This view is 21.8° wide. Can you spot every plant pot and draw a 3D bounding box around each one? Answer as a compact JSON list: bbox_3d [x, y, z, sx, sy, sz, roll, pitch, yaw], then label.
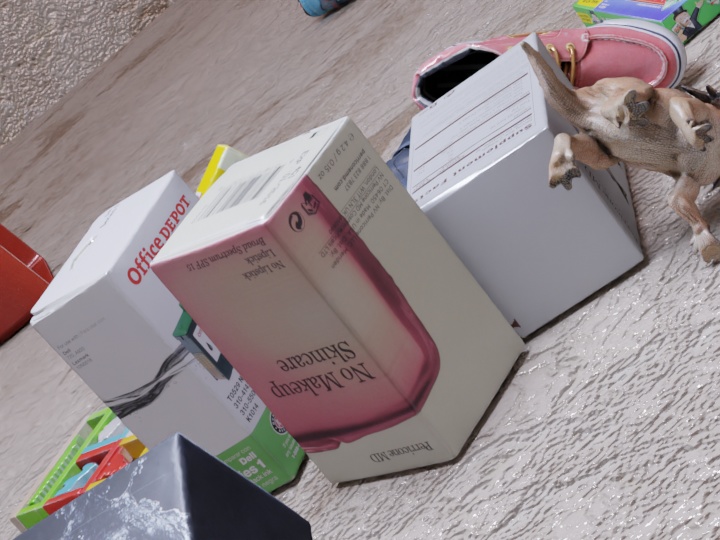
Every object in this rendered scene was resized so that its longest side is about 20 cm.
[{"bbox_3d":[-0.490,0.012,2.178,0.177,0.200,0.200,-50,18,-1],"label":"plant pot"}]

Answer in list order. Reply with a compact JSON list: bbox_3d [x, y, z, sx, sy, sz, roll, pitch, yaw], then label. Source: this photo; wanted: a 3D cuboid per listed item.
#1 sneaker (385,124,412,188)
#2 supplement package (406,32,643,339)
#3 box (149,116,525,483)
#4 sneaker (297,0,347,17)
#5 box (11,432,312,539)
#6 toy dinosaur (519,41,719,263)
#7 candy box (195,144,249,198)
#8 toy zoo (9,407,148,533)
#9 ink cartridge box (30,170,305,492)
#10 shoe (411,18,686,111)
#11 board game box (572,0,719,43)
[{"bbox_3d":[0.024,-0.063,1.508,0.201,0.077,0.147,-13,38,42],"label":"sneaker"},{"bbox_3d":[0.110,-0.059,1.286,0.117,0.117,0.200,-33,20,17],"label":"supplement package"},{"bbox_3d":[-0.014,0.023,1.195,0.127,0.200,0.109,-18,27,47],"label":"box"},{"bbox_3d":[-0.006,-0.402,2.413,0.095,0.079,0.201,-11,41,38],"label":"sneaker"},{"bbox_3d":[-0.121,0.227,0.952,0.196,0.117,0.201,-33,42,20],"label":"box"},{"bbox_3d":[0.184,-0.091,1.176,0.136,0.199,0.086,-69,1,-61],"label":"toy dinosaur"},{"bbox_3d":[-0.106,0.016,1.434,0.201,0.102,0.026,-65,26,-4],"label":"candy box"},{"bbox_3d":[-0.193,0.145,1.541,0.199,0.020,0.131,-23,24,42],"label":"toy zoo"},{"bbox_3d":[-0.119,0.051,1.331,0.084,0.200,0.146,-30,20,31],"label":"ink cartridge box"},{"bbox_3d":[0.139,-0.144,1.400,0.198,0.072,0.091,-1,14,21],"label":"shoe"},{"bbox_3d":[0.268,-0.246,1.565,0.134,0.029,0.200,-40,18,-4],"label":"board game box"}]
